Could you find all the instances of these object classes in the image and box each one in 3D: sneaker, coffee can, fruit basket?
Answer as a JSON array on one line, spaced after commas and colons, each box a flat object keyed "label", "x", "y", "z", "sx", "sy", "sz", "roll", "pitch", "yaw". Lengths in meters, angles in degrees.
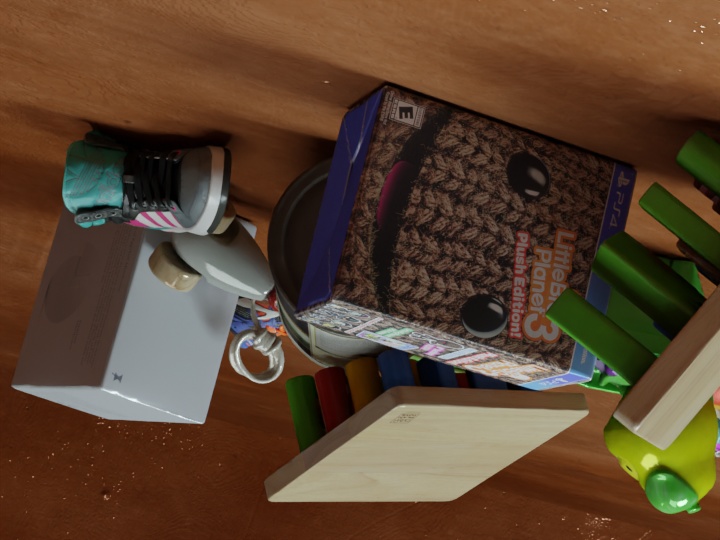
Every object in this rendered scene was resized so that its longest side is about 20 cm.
[{"label": "sneaker", "x": -0.099, "y": 0.047, "z": 2.070, "sx": 0.200, "sy": 0.079, "sz": 0.075, "roll": 11, "pitch": 168, "yaw": 16}, {"label": "sneaker", "x": -0.187, "y": -0.076, "z": 1.650, "sx": 0.121, "sy": 0.084, "sz": 0.200, "roll": 8, "pitch": 172, "yaw": -21}, {"label": "coffee can", "x": 0.000, "y": 0.000, "z": 1.608, "sx": 0.146, "sy": 0.147, "sz": 0.200, "roll": 14, "pitch": 168, "yaw": 2}, {"label": "fruit basket", "x": 0.237, "y": 0.101, "z": 1.674, "sx": 0.155, "sy": 0.216, "sz": 0.216, "roll": 10, "pitch": 168, "yaw": 17}]

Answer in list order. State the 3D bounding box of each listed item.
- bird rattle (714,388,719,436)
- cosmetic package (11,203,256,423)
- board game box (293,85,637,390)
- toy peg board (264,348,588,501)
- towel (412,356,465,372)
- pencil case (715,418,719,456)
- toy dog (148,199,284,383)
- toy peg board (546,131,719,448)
[{"label": "bird rattle", "x": 0.362, "y": 0.116, "z": 1.863, "sx": 0.163, "sy": 0.113, "sz": 0.200, "roll": 29, "pitch": 167, "yaw": 8}, {"label": "cosmetic package", "x": -0.220, "y": 0.036, "z": 1.904, "sx": 0.123, "sy": 0.200, "sz": 0.200, "roll": 22, "pitch": 166, "yaw": -30}, {"label": "board game box", "x": 0.075, "y": -0.019, "z": 1.403, "sx": 0.200, "sy": 0.160, "sz": 0.097, "roll": 17, "pitch": 168, "yaw": -15}, {"label": "toy peg board", "x": 0.045, "y": 0.111, "z": 1.636, "sx": 0.200, "sy": 0.098, "sz": 0.199, "roll": 4, "pitch": 150, "yaw": -36}, {"label": "towel", "x": 0.118, "y": 0.144, "z": 2.425, "sx": 0.149, "sy": 0.031, "sz": 0.200, "roll": 10, "pitch": 167, "yaw": 16}, {"label": "pencil case", "x": 0.433, "y": 0.169, "z": 2.018, "sx": 0.200, "sy": 0.093, "sz": 0.085, "roll": 15, "pitch": 150, "yaw": -13}, {"label": "toy dog", "x": -0.101, "y": -0.007, "z": 1.808, "sx": 0.132, "sy": 0.096, "sz": 0.200, "roll": -32, "pitch": 112, "yaw": 20}, {"label": "toy peg board", "x": 0.222, "y": 0.008, "z": 1.322, "sx": 0.098, "sy": 0.200, "sz": 0.199, "roll": 41, "pitch": -177, "yaw": 16}]
